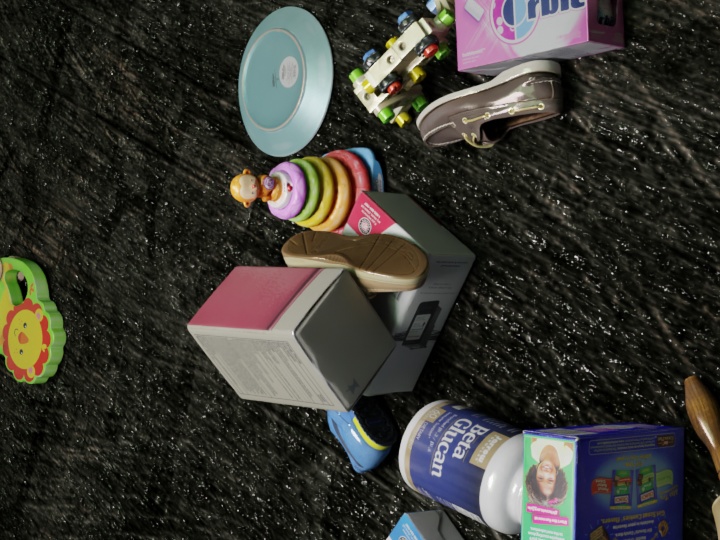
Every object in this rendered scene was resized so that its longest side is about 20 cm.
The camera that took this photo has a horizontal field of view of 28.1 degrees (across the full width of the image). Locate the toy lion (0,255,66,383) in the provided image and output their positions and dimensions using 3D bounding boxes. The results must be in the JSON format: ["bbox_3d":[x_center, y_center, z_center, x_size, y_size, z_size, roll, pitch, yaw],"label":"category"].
[{"bbox_3d":[-0.556,0.083,2.382,0.191,0.068,0.201,8,95,40],"label":"toy lion"}]

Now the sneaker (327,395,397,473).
[{"bbox_3d":[-0.026,0.158,1.791,0.079,0.066,0.201,-51,54,38],"label":"sneaker"}]

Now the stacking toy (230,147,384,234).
[{"bbox_3d":[-0.076,-0.098,1.752,0.109,0.199,0.117,-3,86,47],"label":"stacking toy"}]

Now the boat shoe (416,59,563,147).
[{"bbox_3d":[0.143,-0.174,1.613,0.199,0.072,0.060,-20,71,40],"label":"boat shoe"}]

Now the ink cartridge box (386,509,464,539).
[{"bbox_3d":[0.057,0.392,1.691,0.116,0.067,0.201,53,125,35],"label":"ink cartridge box"}]

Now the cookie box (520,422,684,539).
[{"bbox_3d":[0.240,0.257,1.421,0.075,0.170,0.201,1,89,50],"label":"cookie box"}]

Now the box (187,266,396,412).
[{"bbox_3d":[-0.081,0.075,1.661,0.199,0.109,0.128,1,134,47],"label":"box"}]

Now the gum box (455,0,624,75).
[{"bbox_3d":[0.195,-0.285,1.559,0.199,0.066,0.114,-5,86,47],"label":"gum box"}]

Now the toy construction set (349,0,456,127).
[{"bbox_3d":[0.063,-0.252,1.671,0.092,0.131,0.201,40,114,21],"label":"toy construction set"}]

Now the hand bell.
[{"bbox_3d":[0.350,0.189,1.379,0.104,0.104,0.201,-46,46,36],"label":"hand bell"}]

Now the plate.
[{"bbox_3d":[-0.110,-0.254,1.923,0.200,0.025,0.202,-3,86,48],"label":"plate"}]

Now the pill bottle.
[{"bbox_3d":[0.145,0.220,1.568,0.199,0.111,0.112,18,102,46],"label":"pill bottle"}]

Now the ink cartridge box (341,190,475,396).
[{"bbox_3d":[0.030,0.028,1.719,0.145,0.083,0.201,44,121,38],"label":"ink cartridge box"}]

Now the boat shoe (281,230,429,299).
[{"bbox_3d":[0.000,0.000,1.651,0.199,0.071,0.065,12,131,39],"label":"boat shoe"}]
